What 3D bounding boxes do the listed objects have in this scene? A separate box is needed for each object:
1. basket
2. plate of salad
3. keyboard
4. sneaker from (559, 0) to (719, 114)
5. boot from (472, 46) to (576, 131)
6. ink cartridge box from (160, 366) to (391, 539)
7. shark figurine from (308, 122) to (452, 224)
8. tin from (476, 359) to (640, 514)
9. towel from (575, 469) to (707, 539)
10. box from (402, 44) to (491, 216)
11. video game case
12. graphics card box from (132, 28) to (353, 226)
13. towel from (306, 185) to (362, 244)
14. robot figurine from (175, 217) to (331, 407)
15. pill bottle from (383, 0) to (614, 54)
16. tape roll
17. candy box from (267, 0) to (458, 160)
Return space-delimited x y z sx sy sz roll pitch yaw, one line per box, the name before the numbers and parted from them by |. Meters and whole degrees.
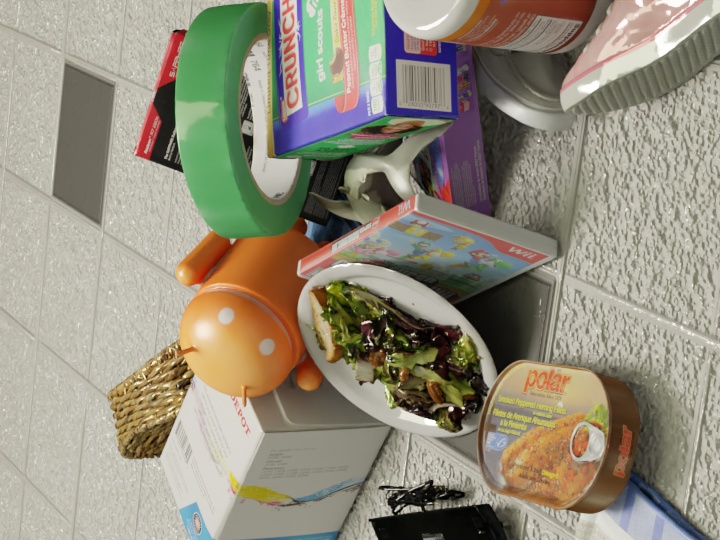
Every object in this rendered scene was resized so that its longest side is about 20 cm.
basket | -0.199 0.109 2.080 0.200 0.141 0.151 -35 60 55
plate of salad | 0.027 0.078 1.668 0.198 0.048 0.201 20 138 19
keyboard | 0.078 0.232 1.715 0.199 0.039 0.105 -18 97 58
sneaker | 0.217 -0.196 1.419 0.200 0.075 0.106 -34 65 47
boot | 0.130 -0.206 1.572 0.201 0.073 0.096 -121 35 -44
ink cartridge box | -0.087 0.169 1.878 0.147 0.145 0.201 63 141 39
shark figurine | 0.024 -0.088 1.653 0.090 0.127 0.215 -58 -12 -16
tin | 0.157 0.132 1.530 0.200 0.041 0.113 5 85 65
towel | 0.203 0.263 1.491 0.147 0.024 0.202 44 126 51
box | 0.059 -0.151 1.652 0.137 0.039 0.201 -125 19 -46
video game case | 0.054 -0.010 1.630 0.200 0.142 0.018 -28 50 54
graphics card box | -0.101 -0.135 1.797 0.051 0.198 0.127 -69 -1 -79
towel | 0.000 0.000 1.826 0.200 0.048 0.113 54 135 46
robot figurine | -0.092 0.037 1.768 0.116 0.201 0.145 4 130 29
pill bottle | 0.120 -0.225 1.454 0.112 0.199 0.114 0 90 49
tape roll | -0.098 -0.130 1.662 0.048 0.200 0.203 -3 86 20
candy box | -0.003 -0.189 1.561 0.199 0.076 0.171 -14 75 60
